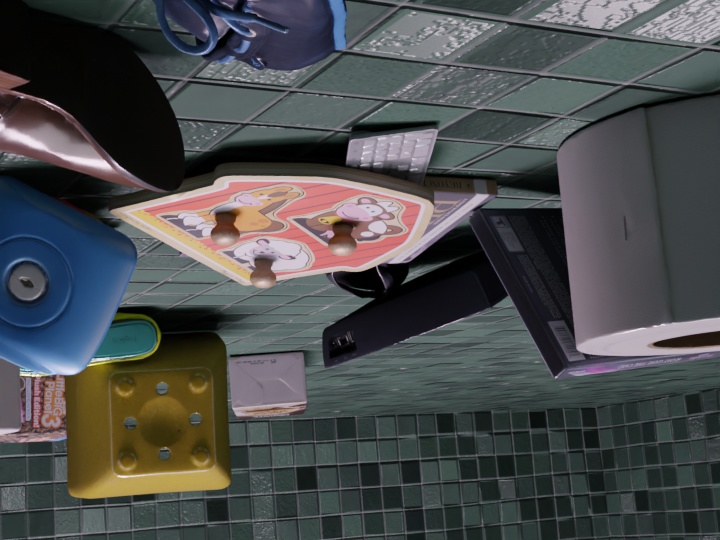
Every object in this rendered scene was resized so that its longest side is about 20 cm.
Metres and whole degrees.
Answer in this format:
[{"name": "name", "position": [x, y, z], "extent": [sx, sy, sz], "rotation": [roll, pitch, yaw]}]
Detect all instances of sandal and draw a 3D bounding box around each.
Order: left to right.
[{"name": "sandal", "position": [-0.001, 0.000, 1.139], "extent": [0.076, 0.043, 0.200], "rotation": [-6, 170, 9]}]

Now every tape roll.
[{"name": "tape roll", "position": [0.237, -0.023, 0.850], "extent": [0.202, 0.139, 0.203], "rotation": [-5, 170, -1]}]

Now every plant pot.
[{"name": "plant pot", "position": [-0.241, 0.172, 1.481], "extent": [0.194, 0.196, 0.200], "rotation": [-2, 178, -15]}]

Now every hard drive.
[{"name": "hard drive", "position": [0.064, 0.029, 1.180], "extent": [0.200, 0.042, 0.135], "rotation": [-23, -176, 39]}]

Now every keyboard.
[{"name": "keyboard", "position": [0.013, -0.051, 0.875], "extent": [0.056, 0.011, 0.200], "rotation": [-2, 161, -6]}]

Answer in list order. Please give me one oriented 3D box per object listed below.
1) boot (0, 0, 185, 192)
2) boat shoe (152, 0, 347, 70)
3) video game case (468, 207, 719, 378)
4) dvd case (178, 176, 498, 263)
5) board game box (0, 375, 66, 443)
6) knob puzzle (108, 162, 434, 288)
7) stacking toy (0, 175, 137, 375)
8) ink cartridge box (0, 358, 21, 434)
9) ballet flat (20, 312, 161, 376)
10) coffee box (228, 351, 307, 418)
[{"name": "boot", "position": [-0.211, -0.068, 0.619], "extent": [0.200, 0.064, 0.186], "rotation": [-13, 154, 26]}, {"name": "boat shoe", "position": [-0.043, -0.103, 0.443], "extent": [0.069, 0.084, 0.200], "rotation": [-16, 167, 0]}, {"name": "video game case", "position": [0.189, 0.011, 0.980], "extent": [0.200, 0.143, 0.019], "rotation": [-2, 145, -39]}, {"name": "dvd case", "position": [-0.019, -0.037, 0.950], "extent": [0.200, 0.016, 0.149], "rotation": [1, 160, -27]}, {"name": "board game box", "position": [-0.519, 0.200, 1.869], "extent": [0.200, 0.097, 0.159], "rotation": [1, 168, -28]}, {"name": "knob puzzle", "position": [-0.042, -0.025, 0.882], "extent": [0.219, 0.031, 0.220], "rotation": [0, 160, 0]}, {"name": "stacking toy", "position": [-0.210, -0.005, 0.914], "extent": [0.116, 0.110, 0.200], "rotation": [27, -172, -2]}, {"name": "ink cartridge box", "position": [-0.419, 0.079, 1.108], "extent": [0.200, 0.146, 0.147], "rotation": [-12, 168, 34]}, {"name": "ballet flat", "position": [-0.319, 0.076, 1.389], "extent": [0.200, 0.067, 0.067], "rotation": [-3, -172, -16]}, {"name": "coffee box", "position": [-0.141, 0.179, 1.956], "extent": [0.113, 0.080, 0.200], "rotation": [-4, 170, -4]}]
